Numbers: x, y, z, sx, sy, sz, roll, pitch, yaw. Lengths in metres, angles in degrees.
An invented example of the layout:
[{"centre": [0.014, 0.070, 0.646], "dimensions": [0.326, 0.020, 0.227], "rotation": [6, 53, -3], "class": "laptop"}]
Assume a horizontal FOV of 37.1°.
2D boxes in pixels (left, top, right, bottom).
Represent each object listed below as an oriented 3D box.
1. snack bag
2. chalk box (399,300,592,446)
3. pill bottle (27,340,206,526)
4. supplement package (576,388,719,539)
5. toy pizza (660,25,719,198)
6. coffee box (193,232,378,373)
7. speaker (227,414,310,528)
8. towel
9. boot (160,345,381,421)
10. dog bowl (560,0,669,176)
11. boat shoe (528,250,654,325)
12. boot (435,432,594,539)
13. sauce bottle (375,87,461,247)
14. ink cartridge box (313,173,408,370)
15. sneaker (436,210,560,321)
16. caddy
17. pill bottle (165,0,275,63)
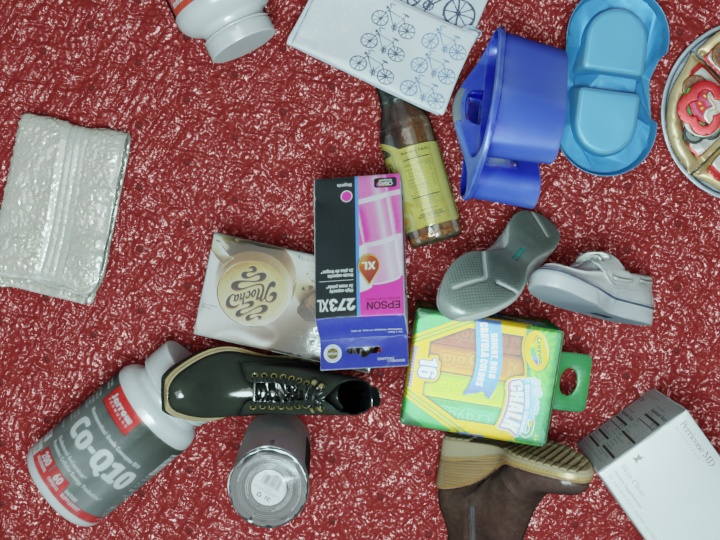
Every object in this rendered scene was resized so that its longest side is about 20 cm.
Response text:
[{"centre": [0.044, -0.289, 1.163], "dimensions": [0.187, 0.021, 0.201], "rotation": [25, 76, 1], "class": "snack bag"}, {"centre": [0.148, 0.110, 1.147], "dimensions": [0.198, 0.124, 0.126], "rotation": [8, 93, 3], "class": "chalk box"}, {"centre": [-0.256, 0.176, 1.178], "dimensions": [0.200, 0.114, 0.114], "rotation": [-40, 90, 4], "class": "pill bottle"}, {"centre": [0.338, 0.245, 1.125], "dimensions": [0.111, 0.156, 0.201], "rotation": [-37, 89, 3], "class": "supplement package"}, {"centre": [0.429, -0.174, 1.166], "dimensions": [0.198, 0.032, 0.203], "rotation": [0, 92, 3], "class": "toy pizza"}, {"centre": [-0.071, 0.035, 1.179], "dimensions": [0.198, 0.080, 0.114], "rotation": [13, 90, 3], "class": "coffee box"}, {"centre": [-0.093, 0.203, 1.128], "dimensions": [0.080, 0.200, 0.082], "rotation": [0, 93, -2], "class": "speaker"}, {"centre": [-0.342, -0.070, 1.214], "dimensions": [0.131, 0.034, 0.202], "rotation": [12, 93, 2], "class": "towel"}, {"centre": [-0.091, 0.122, 1.106], "dimensions": [0.199, 0.138, 0.078], "rotation": [-6, 98, -39], "class": "boot"}, {"centre": [0.267, -0.202, 1.163], "dimensions": [0.110, 0.050, 0.202], "rotation": [7, 92, -2], "class": "dog bowl"}, {"centre": [0.244, 0.011, 1.125], "dimensions": [0.073, 0.199, 0.066], "rotation": [4, 81, 41], "class": "boat shoe"}, {"centre": [0.166, 0.266, 1.144], "dimensions": [0.199, 0.072, 0.168], "rotation": [2, 98, 45], "class": "boot"}, {"centre": [0.056, -0.128, 1.175], "dimensions": [0.065, 0.066, 0.202], "rotation": [-16, 85, 4], "class": "sauce bottle"}, {"centre": [0.000, 0.000, 1.112], "dimensions": [0.094, 0.037, 0.202], "rotation": [-4, 75, 7], "class": "ink cartridge box"}, {"centre": [0.140, 0.012, 1.119], "dimensions": [0.070, 0.200, 0.081], "rotation": [41, 133, 15], "class": "sneaker"}, {"centre": [0.146, -0.159, 1.109], "dimensions": [0.104, 0.142, 0.201], "rotation": [12, 48, -2], "class": "caddy"}, {"centre": [-0.169, -0.332, 1.154], "dimensions": [0.112, 0.112, 0.202], "rotation": [-26, 90, 4], "class": "pill bottle"}]
